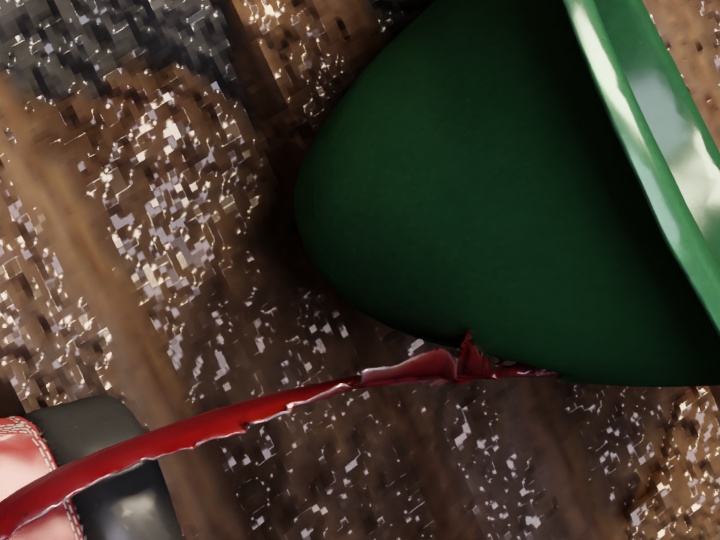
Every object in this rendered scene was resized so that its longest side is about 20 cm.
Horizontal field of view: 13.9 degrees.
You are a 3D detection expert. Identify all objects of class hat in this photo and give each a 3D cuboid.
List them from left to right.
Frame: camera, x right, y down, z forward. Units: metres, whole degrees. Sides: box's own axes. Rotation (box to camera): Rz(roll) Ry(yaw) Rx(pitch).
[{"bbox_3d":[0.000,0.000,0.740,0.200,0.176,0.166,44,23,-60],"label":"hat"}]

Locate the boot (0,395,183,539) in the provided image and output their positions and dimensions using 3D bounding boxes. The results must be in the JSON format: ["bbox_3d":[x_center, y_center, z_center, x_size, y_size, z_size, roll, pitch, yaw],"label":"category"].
[{"bbox_3d":[-0.090,0.131,0.674,0.144,0.072,0.201,-1,88,-34],"label":"boot"}]
